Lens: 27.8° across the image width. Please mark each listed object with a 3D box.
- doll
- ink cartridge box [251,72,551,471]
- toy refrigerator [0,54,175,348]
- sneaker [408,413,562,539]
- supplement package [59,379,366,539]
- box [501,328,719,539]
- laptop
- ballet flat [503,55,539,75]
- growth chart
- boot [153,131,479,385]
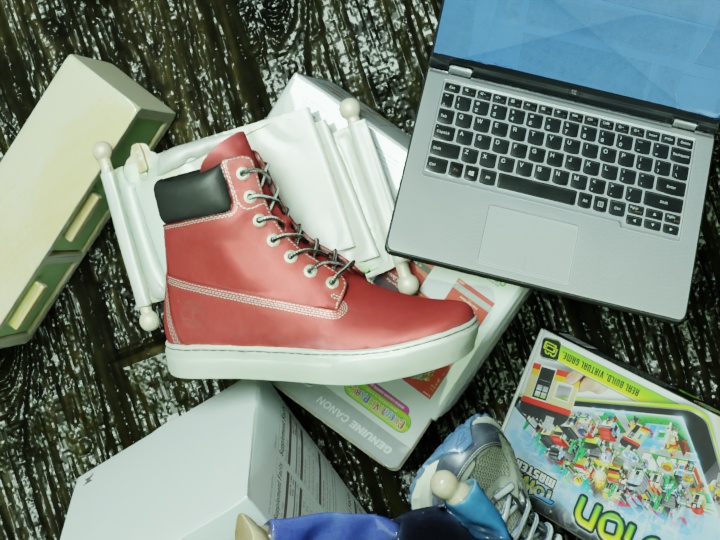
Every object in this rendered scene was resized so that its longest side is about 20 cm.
[{"bbox_3d":[0.025,0.176,0.810,0.198,0.048,0.138,3,110,-20],"label":"doll"},{"bbox_3d":[0.000,0.000,0.952,0.199,0.084,0.176,36,101,9],"label":"ink cartridge box"},{"bbox_3d":[-0.213,-0.043,1.003,0.070,0.076,0.201,37,99,8],"label":"toy refrigerator"},{"bbox_3d":[0.093,0.164,0.888,0.077,0.201,0.085,-43,51,-18],"label":"sneaker"},{"bbox_3d":[-0.072,0.206,0.910,0.151,0.151,0.201,-30,111,12],"label":"supplement package"},{"bbox_3d":[0.178,0.125,0.900,0.199,0.035,0.111,27,99,37],"label":"box"},{"bbox_3d":[0.128,-0.099,0.851,0.185,0.116,0.202,13,71,2],"label":"laptop"},{"bbox_3d":[0.171,-0.166,0.915,0.199,0.064,0.076,-29,77,12],"label":"ballet flat"},{"bbox_3d":[-0.068,-0.027,0.916,0.198,0.018,0.147,-10,92,15],"label":"growth chart"},{"bbox_3d":[-0.030,-0.010,0.860,0.198,0.072,0.146,0,100,18],"label":"boot"}]
